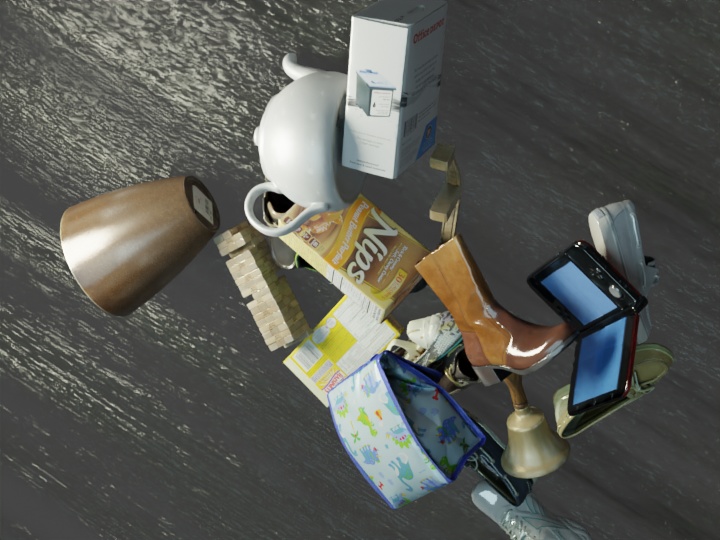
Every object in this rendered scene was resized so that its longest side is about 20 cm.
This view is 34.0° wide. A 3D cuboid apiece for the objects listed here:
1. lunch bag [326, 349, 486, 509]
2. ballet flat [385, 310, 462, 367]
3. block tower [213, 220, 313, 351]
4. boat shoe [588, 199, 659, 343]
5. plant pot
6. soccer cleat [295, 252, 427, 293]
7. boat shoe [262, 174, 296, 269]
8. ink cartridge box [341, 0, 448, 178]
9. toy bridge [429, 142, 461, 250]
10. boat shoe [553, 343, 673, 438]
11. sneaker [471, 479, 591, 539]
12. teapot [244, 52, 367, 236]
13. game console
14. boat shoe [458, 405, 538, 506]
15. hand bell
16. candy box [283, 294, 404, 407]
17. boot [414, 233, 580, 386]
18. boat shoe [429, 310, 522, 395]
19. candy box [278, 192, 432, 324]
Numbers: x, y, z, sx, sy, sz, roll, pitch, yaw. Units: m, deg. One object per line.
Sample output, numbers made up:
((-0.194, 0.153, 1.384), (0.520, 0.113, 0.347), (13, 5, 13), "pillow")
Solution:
((0.054, 0.222, 1.709), (0.200, 0.127, 0.170), (48, 140, -2), "lunch bag")
((0.084, 0.112, 1.726), (0.072, 0.072, 0.200), (43, 125, 0), "ballet flat")
((-0.147, 0.024, 1.792), (0.054, 0.058, 0.202), (-25, 96, 33), "block tower")
((0.359, 0.000, 1.555), (0.068, 0.072, 0.202), (-22, 106, 0), "boat shoe")
((-0.318, -0.058, 1.790), (0.198, 0.187, 0.189), (-26, 101, 17), "plant pot")
((0.000, 0.000, 1.708), (0.197, 0.081, 0.068), (15, 120, 15), "soccer cleat")
((-0.116, -0.091, 1.725), (0.073, 0.073, 0.203), (10, 117, 20), "boat shoe")
((0.046, -0.243, 1.532), (0.085, 0.146, 0.203), (14, 118, 20), "ink cartridge box")
((0.118, -0.094, 1.615), (0.027, 0.068, 0.202), (14, 138, 18), "toy bridge")
((0.348, 0.167, 1.623), (0.073, 0.064, 0.200), (34, 131, -29), "boat shoe")
((0.253, 0.385, 1.778), (0.198, 0.080, 0.071), (29, 124, 11), "sneaker")
((-0.077, -0.172, 1.594), (0.144, 0.200, 0.200), (5, 115, 18), "teapot")
((0.281, 0.078, 1.540), (0.172, 0.119, 0.200), (44, 161, 1), "game console")
((0.172, 0.273, 1.763), (0.199, 0.062, 0.075), (41, 151, -2), "boat shoe")
((0.223, 0.181, 1.665), (0.103, 0.104, 0.202), (-6, 117, 27), "hand bell")
((-0.028, 0.116, 1.811), (0.102, 0.026, 0.200), (43, 124, 0), "candy box")
((0.179, 0.038, 1.555), (0.188, 0.068, 0.202), (-26, 94, 57), "boot")
((0.156, 0.133, 1.713), (0.072, 0.060, 0.199), (48, 124, -4), "boat shoe")
((-0.007, -0.035, 1.657), (0.199, 0.116, 0.055), (40, 159, 12), "candy box")
